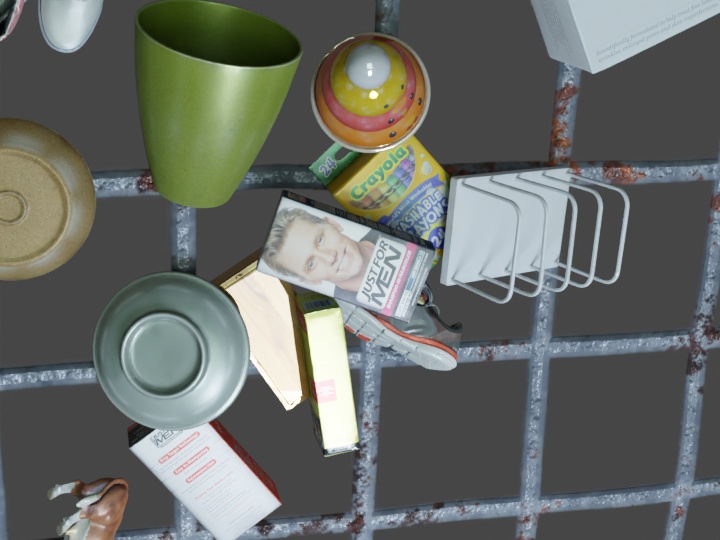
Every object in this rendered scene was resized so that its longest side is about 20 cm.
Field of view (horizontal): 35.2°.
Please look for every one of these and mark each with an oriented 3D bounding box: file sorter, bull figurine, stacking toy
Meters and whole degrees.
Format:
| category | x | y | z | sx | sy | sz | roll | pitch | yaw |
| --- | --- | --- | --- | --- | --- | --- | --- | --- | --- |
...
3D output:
| category | x | y | z | sx | sy | sz | roll | pitch | yaw |
| --- | --- | --- | --- | --- | --- | --- | --- | --- | --- |
| file sorter | 0.221 | -0.045 | 1.425 | 0.200 | 0.124 | 0.139 | -9 | 112 | -35 |
| bull figurine | -0.364 | 0.360 | 1.472 | 0.121 | 0.065 | 0.200 | 8 | 101 | -51 |
| stacking toy | 0.008 | -0.215 | 1.291 | 0.146 | 0.200 | 0.146 | 0 | 91 | 3 |

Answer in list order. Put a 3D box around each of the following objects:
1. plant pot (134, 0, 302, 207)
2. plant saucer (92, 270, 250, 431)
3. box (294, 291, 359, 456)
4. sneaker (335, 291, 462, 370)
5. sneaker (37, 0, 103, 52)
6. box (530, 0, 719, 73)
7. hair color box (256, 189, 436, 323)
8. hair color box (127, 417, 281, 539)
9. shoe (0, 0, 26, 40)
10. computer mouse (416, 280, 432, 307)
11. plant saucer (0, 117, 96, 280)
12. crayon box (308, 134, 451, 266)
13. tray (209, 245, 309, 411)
| category | x | y | z | sx | sy | sz | roll | pitch | yaw |
| --- | --- | --- | --- | --- | --- | --- | --- | --- | --- |
| plant pot | -0.177 | -0.181 | 1.297 | 0.187 | 0.187 | 0.200 | 6 | 122 | -16 |
| plant saucer | -0.237 | 0.101 | 1.393 | 0.200 | 0.050 | 0.200 | 0 | 93 | 4 |
| box | -0.042 | 0.130 | 1.442 | 0.050 | 0.075 | 0.200 | -10 | 112 | -11 |
| sneaker | 0.047 | 0.058 | 1.492 | 0.200 | 0.077 | 0.082 | 30 | 68 | -15 |
| sneaker | -0.309 | -0.337 | 1.249 | 0.073 | 0.071 | 0.200 | 13 | 105 | -18 |
| box | 0.307 | -0.374 | 1.363 | 0.199 | 0.131 | 0.200 | -26 | 113 | -4 |
| hair color box | -0.018 | -0.017 | 1.386 | 0.200 | 0.061 | 0.100 | 19 | 101 | -7 |
| hair color box | -0.204 | 0.258 | 1.489 | 0.101 | 0.061 | 0.200 | -36 | 114 | 1 |
| shoe | -0.439 | -0.253 | 1.234 | 0.200 | 0.091 | 0.071 | -45 | 113 | 4 |
| computer mouse | 0.000 | 0.000 | 1.434 | 0.200 | 0.034 | 0.059 | 23 | 116 | -1 |
| plant saucer | -0.413 | -0.078 | 1.332 | 0.200 | 0.035 | 0.200 | -5 | 109 | -13 |
| crayon box | 0.047 | -0.098 | 1.436 | 0.126 | 0.052 | 0.200 | -44 | 113 | 3 |
| tray | -0.108 | 0.077 | 1.465 | 0.099 | 0.037 | 0.200 | -34 | 113 | -1 |
